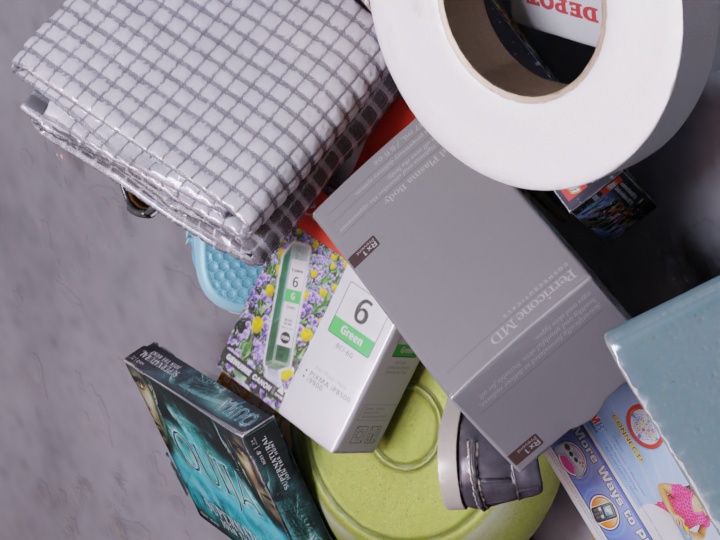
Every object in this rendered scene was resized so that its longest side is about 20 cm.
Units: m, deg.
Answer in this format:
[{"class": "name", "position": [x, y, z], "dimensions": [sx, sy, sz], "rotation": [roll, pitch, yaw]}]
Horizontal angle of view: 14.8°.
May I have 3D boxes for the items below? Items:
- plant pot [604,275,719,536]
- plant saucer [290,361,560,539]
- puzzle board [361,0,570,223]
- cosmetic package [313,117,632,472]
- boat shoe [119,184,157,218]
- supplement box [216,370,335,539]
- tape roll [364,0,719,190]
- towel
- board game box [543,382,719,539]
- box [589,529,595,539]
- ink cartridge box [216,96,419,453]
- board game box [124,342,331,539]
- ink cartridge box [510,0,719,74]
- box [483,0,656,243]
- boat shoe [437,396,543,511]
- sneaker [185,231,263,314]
[{"class": "plant pot", "position": [0.267, 0.057, 1.342], "dimensions": [0.200, 0.196, 0.197], "rotation": [-33, 83, 17]}, {"class": "plant saucer", "position": [0.034, 0.097, 1.730], "dimensions": [0.199, 0.031, 0.201], "rotation": [0, 91, 30]}, {"class": "puzzle board", "position": [0.046, -0.118, 1.601], "dimensions": [0.200, 0.017, 0.151], "rotation": [52, -173, 17]}, {"class": "cosmetic package", "position": [0.067, 0.006, 1.552], "dimensions": [0.090, 0.107, 0.200], "rotation": [46, -177, -38]}, {"class": "boat shoe", "position": [-0.139, -0.132, 1.856], "dimensions": [0.072, 0.067, 0.201], "rotation": [22, 126, 45]}, {"class": "supplement box", "position": [-0.010, 0.125, 1.844], "dimensions": [0.200, 0.073, 0.126], "rotation": [51, 143, 17]}, {"class": "tape roll", "position": [0.090, -0.141, 1.414], "dimensions": [0.202, 0.037, 0.204], "rotation": [16, 115, 37]}, {"class": "towel", "position": [-0.093, -0.115, 1.699], "dimensions": [0.200, 0.166, 0.086], "rotation": [32, 162, 21]}, {"class": "board game box", "position": [0.215, 0.129, 1.548], "dimensions": [0.200, 0.056, 0.196], "rotation": [59, 141, 5]}, {"class": "box", "position": [0.199, 0.161, 1.648], "dimensions": [0.163, 0.021, 0.201], "rotation": [2, 113, 50]}, {"class": "ink cartridge box", "position": [0.000, 0.000, 1.702], "dimensions": [0.109, 0.050, 0.201], "rotation": [35, 107, 31]}, {"class": "board game box", "position": [-0.083, 0.131, 1.827], "dimensions": [0.200, 0.028, 0.136], "rotation": [25, 142, 61]}, {"class": "ink cartridge box", "position": [0.147, -0.215, 1.433], "dimensions": [0.146, 0.083, 0.201], "rotation": [21, 127, 44]}, {"class": "box", "position": [0.083, -0.111, 1.545], "dimensions": [0.200, 0.038, 0.137], "rotation": [54, -174, 13]}, {"class": "boat shoe", "position": [0.092, 0.063, 1.614], "dimensions": [0.062, 0.200, 0.073], "rotation": [-2, 129, 17]}, {"class": "sneaker", "position": [-0.083, -0.068, 1.818], "dimensions": [0.131, 0.079, 0.201], "rotation": [128, 144, -83]}]
